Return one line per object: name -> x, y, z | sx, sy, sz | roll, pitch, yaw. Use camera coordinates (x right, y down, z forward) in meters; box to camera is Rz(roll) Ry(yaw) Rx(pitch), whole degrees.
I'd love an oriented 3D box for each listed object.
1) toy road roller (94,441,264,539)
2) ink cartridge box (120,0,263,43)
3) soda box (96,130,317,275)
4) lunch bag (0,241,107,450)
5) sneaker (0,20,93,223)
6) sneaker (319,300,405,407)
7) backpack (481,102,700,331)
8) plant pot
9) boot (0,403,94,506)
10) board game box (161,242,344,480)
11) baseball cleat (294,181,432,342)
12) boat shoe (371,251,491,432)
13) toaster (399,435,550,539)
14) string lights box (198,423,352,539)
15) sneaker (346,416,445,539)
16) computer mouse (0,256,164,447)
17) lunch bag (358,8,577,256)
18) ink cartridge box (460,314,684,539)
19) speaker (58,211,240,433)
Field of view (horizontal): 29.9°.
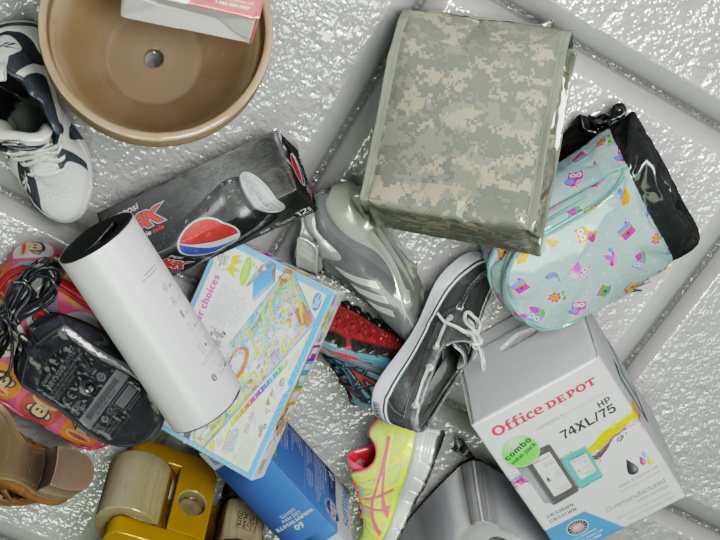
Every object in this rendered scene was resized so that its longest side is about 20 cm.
toy road roller -> -0.196, 0.291, 1.458 | 0.198, 0.124, 0.147 | 22, 130, -12
ink cartridge box -> -0.127, -0.305, 1.127 | 0.115, 0.067, 0.203 | 11, 79, -9
soda box -> -0.146, -0.055, 1.283 | 0.198, 0.072, 0.063 | -24, 158, 11
lunch bag -> -0.292, 0.069, 1.356 | 0.199, 0.082, 0.176 | 35, 108, -21
sneaker -> -0.299, -0.113, 1.222 | 0.078, 0.130, 0.201 | -4, 120, 1
sneaker -> -0.001, 0.100, 1.384 | 0.198, 0.080, 0.096 | 23, 118, -14
backpack -> 0.208, -0.038, 1.286 | 0.198, 0.127, 0.168 | -29, 116, 11
plant pot -> -0.178, -0.198, 1.178 | 0.198, 0.093, 0.204 | 2, 79, -9
boot -> -0.385, 0.190, 1.389 | 0.198, 0.078, 0.155 | 23, 152, -29
board game box -> -0.116, 0.083, 1.321 | 0.133, 0.034, 0.202 | 26, 95, 16
baseball cleat -> 0.000, 0.000, 1.345 | 0.105, 0.070, 0.201 | -15, 118, 24
boat shoe -> 0.088, 0.069, 1.317 | 0.068, 0.200, 0.074 | 16, 147, 40
toaster -> 0.135, 0.320, 1.488 | 0.199, 0.119, 0.181 | 31, 113, -18
string lights box -> -0.086, 0.216, 1.429 | 0.059, 0.103, 0.201 | -32, 115, 13
sneaker -> 0.022, 0.228, 1.460 | 0.089, 0.078, 0.202 | 23, 124, 4
computer mouse -> -0.269, 0.087, 1.298 | 0.200, 0.053, 0.139 | 41, 105, -12
lunch bag -> 0.099, -0.132, 1.208 | 0.162, 0.118, 0.203 | 10, 80, 13
ink cartridge box -> 0.212, 0.152, 1.382 | 0.146, 0.147, 0.201 | -30, 116, 13
speaker -> -0.191, 0.047, 1.238 | 0.080, 0.081, 0.201 | -25, 113, 11
